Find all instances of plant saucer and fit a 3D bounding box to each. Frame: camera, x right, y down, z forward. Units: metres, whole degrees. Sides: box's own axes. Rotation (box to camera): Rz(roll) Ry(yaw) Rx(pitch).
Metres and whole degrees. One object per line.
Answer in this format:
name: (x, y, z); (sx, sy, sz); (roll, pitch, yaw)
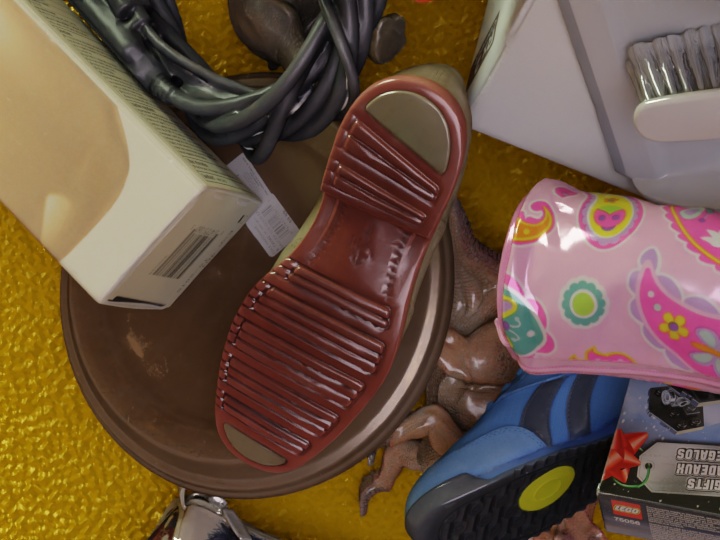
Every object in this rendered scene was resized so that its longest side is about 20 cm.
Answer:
plant saucer: (-0.054, 0.005, 1.194); (0.199, 0.029, 0.201); (-3, 81, 21)

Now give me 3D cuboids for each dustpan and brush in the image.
dustpan and brush: (0.177, -0.070, 1.020); (0.199, 0.057, 0.140); (-3, 136, 22)

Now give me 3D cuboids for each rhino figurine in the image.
rhino figurine: (-0.010, -0.182, 1.184); (0.060, 0.087, 0.201); (6, 102, -45)

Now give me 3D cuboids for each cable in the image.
cable: (-0.047, -0.142, 1.146); (0.163, 0.200, 0.051); (-53, 144, 13)

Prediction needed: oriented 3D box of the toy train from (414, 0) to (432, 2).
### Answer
toy train: (0.040, -0.212, 1.062); (0.150, 0.056, 0.201); (29, 102, 22)

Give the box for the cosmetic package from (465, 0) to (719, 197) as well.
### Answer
cosmetic package: (0.173, -0.132, 1.128); (0.199, 0.165, 0.165); (22, 138, -7)

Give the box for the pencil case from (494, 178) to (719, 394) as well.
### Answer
pencil case: (0.157, 0.018, 1.065); (0.199, 0.087, 0.088); (11, 100, 18)

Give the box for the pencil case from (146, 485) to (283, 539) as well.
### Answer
pencil case: (-0.015, 0.173, 1.248); (0.199, 0.078, 0.090); (20, 113, -6)

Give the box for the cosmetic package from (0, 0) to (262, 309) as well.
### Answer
cosmetic package: (-0.146, -0.076, 1.153); (0.200, 0.105, 0.071); (45, 97, 12)

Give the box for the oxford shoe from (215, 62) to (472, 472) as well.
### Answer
oxford shoe: (0.000, 0.000, 1.128); (0.070, 0.075, 0.200); (32, 113, 4)

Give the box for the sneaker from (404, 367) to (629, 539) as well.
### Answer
sneaker: (0.094, 0.060, 1.178); (0.200, 0.066, 0.079); (-28, 60, -19)

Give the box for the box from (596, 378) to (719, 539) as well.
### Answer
box: (0.213, 0.062, 1.098); (0.199, 0.040, 0.137); (10, 60, 18)

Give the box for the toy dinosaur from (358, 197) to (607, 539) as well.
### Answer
toy dinosaur: (0.069, 0.062, 1.232); (0.135, 0.086, 0.201); (1, 96, -3)
